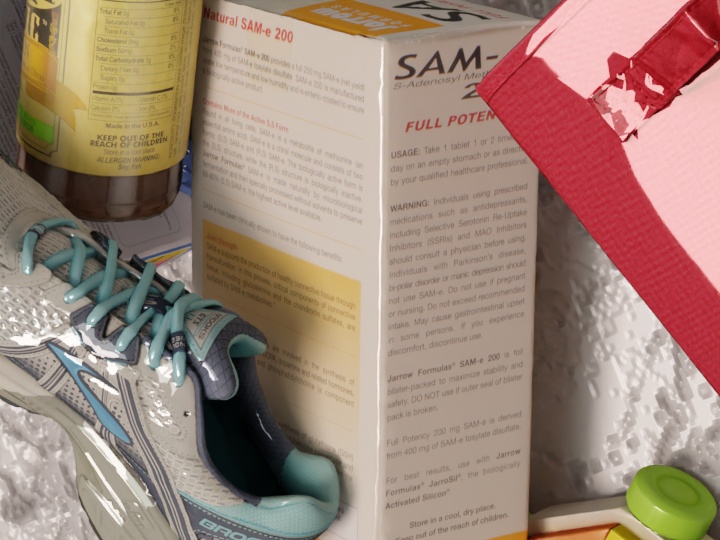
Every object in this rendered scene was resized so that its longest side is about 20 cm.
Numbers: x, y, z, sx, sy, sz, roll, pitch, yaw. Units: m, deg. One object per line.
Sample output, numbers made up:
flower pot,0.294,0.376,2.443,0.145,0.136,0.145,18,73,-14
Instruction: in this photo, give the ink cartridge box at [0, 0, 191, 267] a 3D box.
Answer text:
ink cartridge box,-0.170,-0.041,1.127,0.076,0.200,0.137,-28,84,38

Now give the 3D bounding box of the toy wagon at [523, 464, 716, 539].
toy wagon,0.091,0.147,1.084,0.200,0.040,0.155,37,121,23

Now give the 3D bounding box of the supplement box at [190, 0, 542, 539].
supplement box,0.000,0.000,1.072,0.126,0.073,0.200,22,116,52

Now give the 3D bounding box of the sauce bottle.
sauce bottle,-0.085,-0.118,1.047,0.065,0.065,0.200,23,118,30

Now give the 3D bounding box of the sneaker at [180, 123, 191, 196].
sneaker,-0.078,-0.125,1.128,0.070,0.078,0.200,-11,116,35

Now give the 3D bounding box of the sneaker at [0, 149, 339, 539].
sneaker,-0.078,0.022,1.028,0.086,0.078,0.200,-26,109,40

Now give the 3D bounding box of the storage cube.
storage cube,0.177,-0.052,0.874,0.180,0.200,0.171,52,125,7
